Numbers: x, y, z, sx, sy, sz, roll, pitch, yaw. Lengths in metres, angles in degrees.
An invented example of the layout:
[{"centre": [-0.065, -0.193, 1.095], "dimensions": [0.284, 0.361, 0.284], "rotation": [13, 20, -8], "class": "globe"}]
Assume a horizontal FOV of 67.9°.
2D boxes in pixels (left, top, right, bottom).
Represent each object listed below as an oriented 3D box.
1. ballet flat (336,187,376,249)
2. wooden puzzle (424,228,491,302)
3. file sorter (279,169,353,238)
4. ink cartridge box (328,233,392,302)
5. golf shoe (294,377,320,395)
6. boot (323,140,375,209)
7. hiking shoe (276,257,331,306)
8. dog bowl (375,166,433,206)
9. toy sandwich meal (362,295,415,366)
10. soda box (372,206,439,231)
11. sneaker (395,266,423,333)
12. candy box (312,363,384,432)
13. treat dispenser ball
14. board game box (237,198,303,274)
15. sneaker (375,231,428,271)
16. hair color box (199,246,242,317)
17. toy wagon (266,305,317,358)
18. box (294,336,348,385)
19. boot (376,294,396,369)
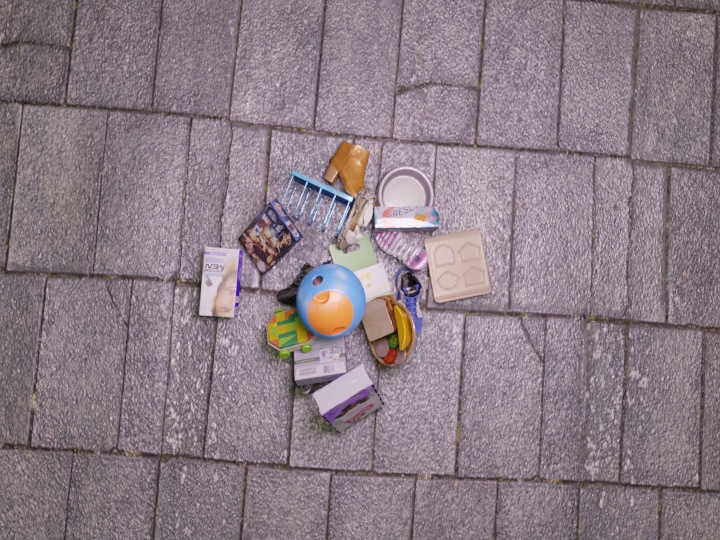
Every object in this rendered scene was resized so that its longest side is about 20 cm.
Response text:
[{"centre": [-0.009, -0.140, 1.568], "dimensions": [0.075, 0.067, 0.204], "rotation": [39, 110, 42], "class": "ballet flat"}, {"centre": [0.299, -0.014, 1.659], "dimensions": [0.179, 0.046, 0.207], "rotation": [-10, 83, -3], "class": "wooden puzzle"}, {"centre": [-0.131, -0.193, 1.604], "dimensions": [0.195, 0.139, 0.126], "rotation": [24, 90, -1], "class": "file sorter"}, {"centre": [0.000, 0.000, 1.623], "dimensions": [0.142, 0.048, 0.206], "rotation": [-17, 89, -21], "class": "ink cartridge box"}, {"centre": [-0.129, 0.280, 1.615], "dimensions": [0.076, 0.096, 0.202], "rotation": [20, 61, 27], "class": "golf shoe"}, {"centre": [-0.004, -0.296, 1.635], "dimensions": [0.199, 0.071, 0.146], "rotation": [34, 90, 7], "class": "boot"}, {"centre": [-0.165, 0.034, 1.627], "dimensions": [0.195, 0.076, 0.103], "rotation": [-21, 58, 1], "class": "hiking shoe"}, {"centre": [0.138, -0.227, 1.655], "dimensions": [0.193, 0.059, 0.207], "rotation": [0, 87, -3], "class": "dog bowl"}, {"centre": [0.073, 0.173, 1.534], "dimensions": [0.069, 0.201, 0.212], "rotation": [2, 87, -47], "class": "toy sandwich meal"}, {"centre": [0.133, -0.152, 1.586], "dimensions": [0.193, 0.068, 0.066], "rotation": [-1, 84, -2], "class": "soda box"}, {"centre": [0.144, 0.089, 1.609], "dimensions": [0.078, 0.115, 0.206], "rotation": [-8, 87, -2], "class": "sneaker"}, {"centre": [-0.030, 0.372, 1.542], "dimensions": [0.165, 0.201, 0.072], "rotation": [-30, 58, -4], "class": "candy box"}, {"centre": [-0.081, 0.085, 1.487], "dimensions": [0.194, 0.201, 0.208], "rotation": [0, 87, -2], "class": "treat dispenser ball"}, {"centre": [-0.269, -0.096, 1.580], "dimensions": [0.199, 0.034, 0.137], "rotation": [-39, 86, 38], "class": "board game box"}, {"centre": [0.127, -0.061, 1.639], "dimensions": [0.199, 0.089, 0.081], "rotation": [40, 86, 23], "class": "sneaker"}, {"centre": [-0.420, 0.036, 1.614], "dimensions": [0.106, 0.065, 0.207], "rotation": [4, 88, -3], "class": "hair color box"}, {"centre": [-0.178, 0.167, 1.572], "dimensions": [0.194, 0.040, 0.158], "rotation": [-15, 53, 0], "class": "toy wagon"}, {"centre": [-0.118, 0.226, 1.568], "dimensions": [0.151, 0.042, 0.204], "rotation": [-9, 54, 3], "class": "box"}, {"centre": [0.079, 0.186, 1.625], "dimensions": [0.145, 0.070, 0.203], "rotation": [53, 126, 31], "class": "boot"}]
